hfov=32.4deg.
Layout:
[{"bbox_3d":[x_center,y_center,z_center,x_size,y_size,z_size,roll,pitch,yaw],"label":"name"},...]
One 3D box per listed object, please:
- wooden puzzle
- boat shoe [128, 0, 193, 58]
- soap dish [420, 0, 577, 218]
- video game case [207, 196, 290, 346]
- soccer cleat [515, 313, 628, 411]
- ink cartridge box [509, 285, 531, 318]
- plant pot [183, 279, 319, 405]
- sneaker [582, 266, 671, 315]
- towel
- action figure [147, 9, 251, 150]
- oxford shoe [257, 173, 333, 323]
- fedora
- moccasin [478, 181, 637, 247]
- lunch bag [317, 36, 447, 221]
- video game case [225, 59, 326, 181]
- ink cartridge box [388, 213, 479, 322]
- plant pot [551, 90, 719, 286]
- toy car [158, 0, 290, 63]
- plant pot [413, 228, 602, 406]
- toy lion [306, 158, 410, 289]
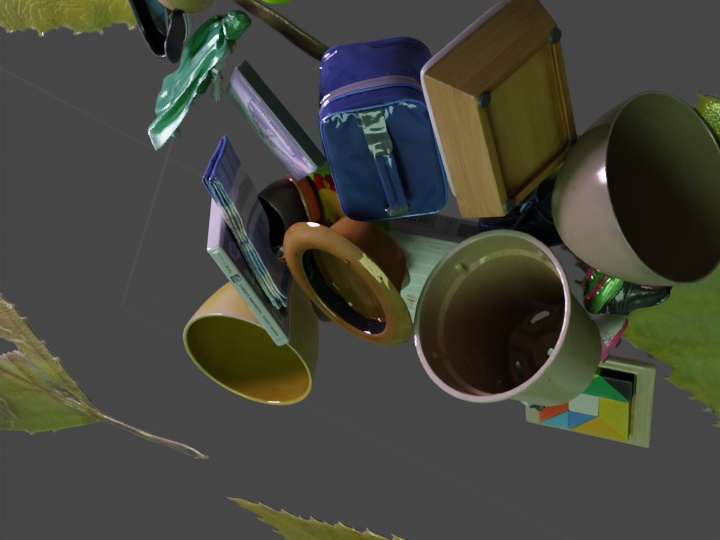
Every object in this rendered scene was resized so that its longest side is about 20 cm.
[{"bbox_3d":[0.318,0.179,1.739,0.182,0.038,0.201,10,141,19],"label":"wooden puzzle"},{"bbox_3d":[-0.249,-0.331,1.418,0.069,0.067,0.201,9,141,20],"label":"boat shoe"},{"bbox_3d":[0.153,-0.167,1.307,0.081,0.157,0.201,32,154,40],"label":"soap dish"},{"bbox_3d":[-0.141,-0.030,1.622,0.023,0.201,0.183,-22,128,16],"label":"video game case"},{"bbox_3d":[0.263,0.107,1.634,0.086,0.070,0.200,42,124,-2],"label":"soccer cleat"},{"bbox_3d":[0.166,0.053,1.592,0.098,0.040,0.201,-9,141,-5],"label":"ink cartridge box"},{"bbox_3d":[-0.138,0.076,1.789,0.197,0.143,0.201,15,142,12],"label":"plant pot"},{"bbox_3d":[0.344,-0.007,1.481,0.083,0.078,0.200,15,149,-19],"label":"sneaker"},{"bbox_3d":[-0.138,-0.064,1.596,0.024,0.147,0.202,-22,112,14],"label":"towel"},{"bbox_3d":[-0.188,-0.241,1.481,0.054,0.120,0.200,16,141,-29],"label":"action figure"},{"bbox_3d":[-0.080,-0.020,1.592,0.071,0.072,0.203,-2,110,58],"label":"oxford shoe"},{"bbox_3d":[0.000,0.000,1.480,0.199,0.082,0.202,31,153,18],"label":"fedora"},{"bbox_3d":[0.233,-0.075,1.459,0.197,0.081,0.069,-7,130,16],"label":"moccasin"},{"bbox_3d":[0.027,-0.145,1.403,0.134,0.134,0.201,-8,136,11],"label":"lunch bag"},{"bbox_3d":[-0.103,-0.171,1.455,0.143,0.019,0.200,51,172,-6],"label":"video game case"},{"bbox_3d":[0.118,0.006,1.643,0.160,0.051,0.201,12,147,17],"label":"ink cartridge box"},{"bbox_3d":[0.282,-0.074,1.324,0.200,0.202,0.134,41,149,-22],"label":"plant pot"},{"bbox_3d":[-0.158,-0.315,1.271,0.156,0.201,0.165,12,142,17],"label":"toy car"},{"bbox_3d":[0.193,0.078,1.469,0.198,0.204,0.183,-3,160,33],"label":"plant pot"},{"bbox_3d":[-0.026,-0.052,1.606,0.199,0.068,0.194,8,126,55],"label":"toy lion"}]
